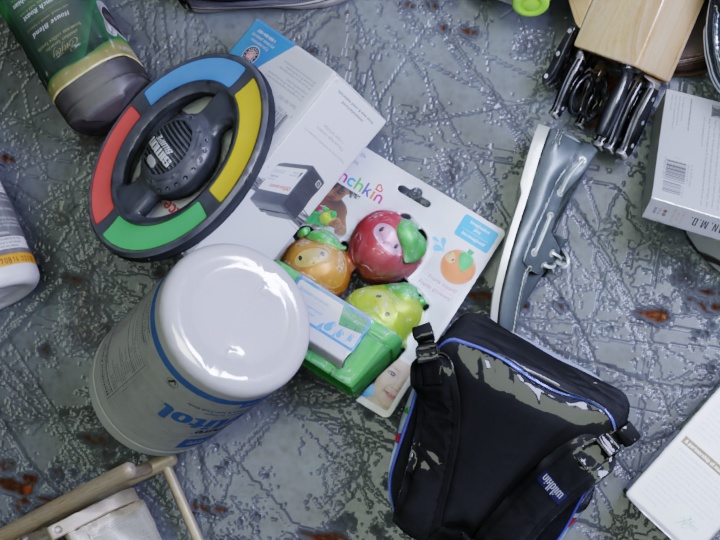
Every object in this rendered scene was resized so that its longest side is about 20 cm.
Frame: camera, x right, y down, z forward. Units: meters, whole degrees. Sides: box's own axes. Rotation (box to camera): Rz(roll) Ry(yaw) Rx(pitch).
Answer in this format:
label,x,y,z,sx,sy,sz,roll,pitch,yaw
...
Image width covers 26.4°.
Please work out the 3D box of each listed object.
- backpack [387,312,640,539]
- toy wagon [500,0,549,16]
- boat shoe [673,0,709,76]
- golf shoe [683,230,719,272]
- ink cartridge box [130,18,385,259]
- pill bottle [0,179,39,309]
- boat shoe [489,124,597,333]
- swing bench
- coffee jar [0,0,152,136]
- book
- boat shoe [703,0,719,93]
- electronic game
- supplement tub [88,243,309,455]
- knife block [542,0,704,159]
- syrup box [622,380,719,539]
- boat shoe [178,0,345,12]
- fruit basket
label,x,y,z,sx,sy,sz,roll,pitch,yaw
backpack,0.115,0.150,1.290,0.200,0.154,0.191,29,109,13
toy wagon,0.158,-0.294,1.356,0.200,0.040,0.156,-26,47,34
boat shoe,0.345,-0.234,1.345,0.200,0.070,0.071,-26,83,6
golf shoe,0.356,-0.009,1.310,0.200,0.094,0.078,41,94,11
ink cartridge box,-0.097,-0.101,1.351,0.200,0.084,0.145,-50,44,1
pill bottle,-0.380,-0.059,1.400,0.116,0.116,0.200,-24,82,5
boat shoe,0.157,-0.025,1.347,0.062,0.073,0.201,14,90,5
swing bench,-0.228,0.292,1.345,0.200,0.130,0.199,-26,83,10
coffee jar,-0.269,-0.219,1.407,0.085,0.104,0.200,-33,81,4
book,0.342,-0.071,1.289,0.199,0.048,0.134,17,50,0
boat shoe,0.320,-0.240,1.267,0.071,0.091,0.201,9,97,20
electronic game,-0.154,-0.098,1.305,0.200,0.042,0.201,-20,53,29
supplement tub,-0.138,0.070,1.288,0.132,0.200,0.132,11,64,-24
knife block,0.247,-0.203,1.322,0.200,0.064,0.176,-27,67,32
syrup box,0.318,0.142,1.307,0.081,0.079,0.200,42,91,9
boat shoe,-0.082,-0.278,1.393,0.199,0.093,0.075,-10,84,7
fruit basket,0.000,0.000,1.358,0.185,0.094,0.200,32,86,9
